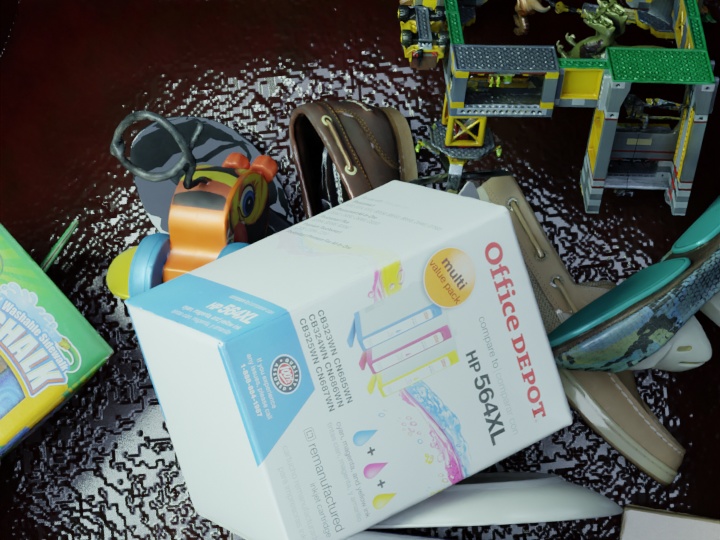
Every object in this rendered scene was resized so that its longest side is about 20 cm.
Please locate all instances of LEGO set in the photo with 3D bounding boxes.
[{"bbox_3d":[0.112,-0.101,1.620,0.199,0.116,0.154,-5,44,-13],"label":"LEGO set"}]

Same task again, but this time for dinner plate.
[{"bbox_3d":[0.042,0.124,1.555,0.199,0.200,0.024,-3,89,5],"label":"dinner plate"}]

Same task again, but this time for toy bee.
[{"bbox_3d":[-0.071,-0.012,1.587,0.131,0.109,0.200,26,128,11],"label":"toy bee"}]

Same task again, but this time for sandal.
[{"bbox_3d":[-0.063,-0.008,1.657,0.076,0.043,0.200,-34,82,2],"label":"sandal"}]

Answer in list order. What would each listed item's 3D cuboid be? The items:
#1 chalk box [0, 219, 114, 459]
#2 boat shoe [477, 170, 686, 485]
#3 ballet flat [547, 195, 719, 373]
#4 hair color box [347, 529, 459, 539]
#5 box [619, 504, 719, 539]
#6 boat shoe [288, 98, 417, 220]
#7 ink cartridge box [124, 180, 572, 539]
[{"bbox_3d":[-0.227,0.049,1.608,0.200,0.124,0.124,-41,90,-22],"label":"chalk box"},{"bbox_3d":[0.123,0.032,1.621,0.064,0.071,0.200,-40,81,2],"label":"boat shoe"},{"bbox_3d":[0.185,0.016,1.586,0.200,0.074,0.074,-36,81,-28],"label":"ballet flat"},{"bbox_3d":[0.035,0.204,1.618,0.199,0.065,0.110,6,85,8],"label":"hair color box"},{"bbox_3d":[0.236,0.227,1.616,0.199,0.021,0.164,8,86,7],"label":"box"},{"bbox_3d":[0.000,0.000,1.623,0.070,0.070,0.201,-29,67,43],"label":"boat shoe"},{"bbox_3d":[0.005,0.043,1.498,0.200,0.125,0.129,-25,109,-22],"label":"ink cartridge box"}]
